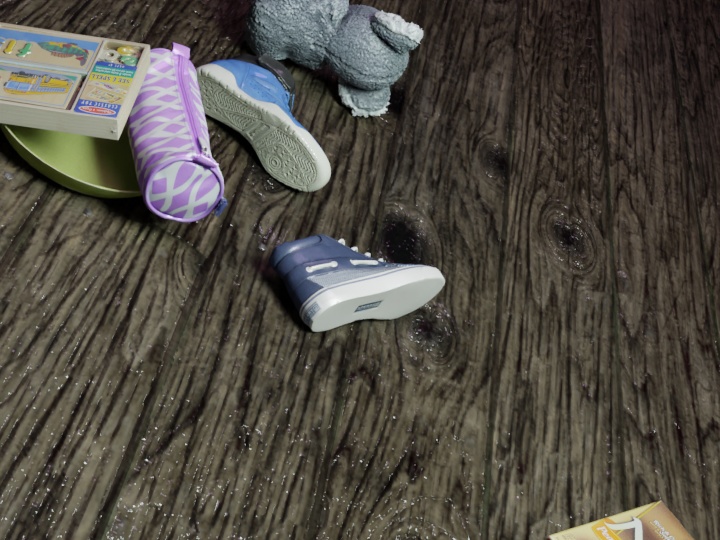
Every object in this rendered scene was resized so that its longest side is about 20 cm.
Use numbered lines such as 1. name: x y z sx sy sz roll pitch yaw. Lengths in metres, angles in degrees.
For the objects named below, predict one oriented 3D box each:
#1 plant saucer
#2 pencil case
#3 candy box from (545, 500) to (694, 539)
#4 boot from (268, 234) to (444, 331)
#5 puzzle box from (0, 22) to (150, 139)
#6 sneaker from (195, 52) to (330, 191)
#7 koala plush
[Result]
1. plant saucer: -0.278 -0.135 1.480 0.198 0.031 0.201 25 32 -16
2. pencil case: -0.185 -0.136 1.460 0.083 0.086 0.201 14 35 -30
3. candy box: 0.252 0.290 1.389 0.199 0.055 0.116 -5 48 -48
4. boot: 0.000 0.000 1.525 0.199 0.073 0.091 -7 56 -49
5. puzzle box: -0.313 -0.187 1.429 0.198 0.026 0.134 8 42 2
6. sneaker: -0.090 -0.175 1.677 0.199 0.077 0.111 37 39 16
7. koala plush: -0.025 -0.293 1.836 0.199 0.178 0.184 38 42 4
